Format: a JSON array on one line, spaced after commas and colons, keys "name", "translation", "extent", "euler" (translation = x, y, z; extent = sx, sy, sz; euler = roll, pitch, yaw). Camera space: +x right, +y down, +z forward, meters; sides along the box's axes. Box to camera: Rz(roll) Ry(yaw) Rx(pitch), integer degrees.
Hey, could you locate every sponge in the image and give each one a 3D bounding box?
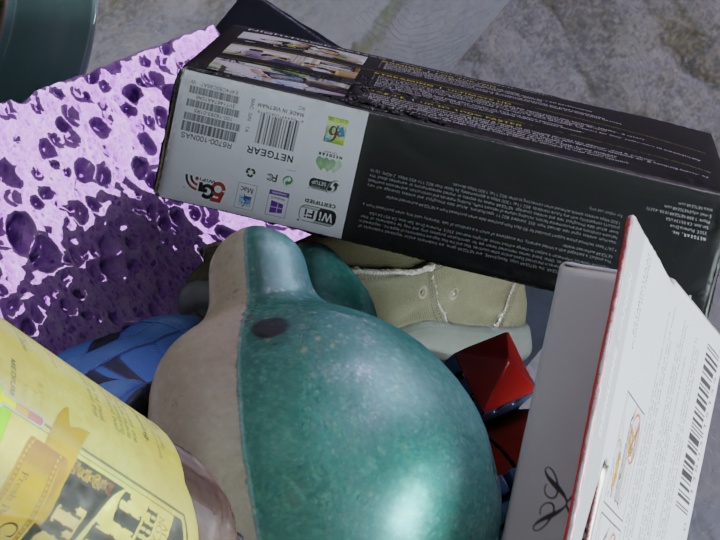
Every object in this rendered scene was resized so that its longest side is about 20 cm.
[{"name": "sponge", "translation": [-0.096, -0.026, 1.095], "extent": [0.200, 0.030, 0.112], "euler": [-26, 75, -45]}]

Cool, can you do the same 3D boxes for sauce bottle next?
[{"name": "sauce bottle", "translation": [-0.075, 0.063, 0.726], "extent": [0.065, 0.065, 0.200], "euler": [41, 2, 44]}]

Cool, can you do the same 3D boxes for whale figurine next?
[{"name": "whale figurine", "translation": [-0.003, 0.056, 0.911], "extent": [0.200, 0.103, 0.160], "euler": [-72, 150, -68]}]

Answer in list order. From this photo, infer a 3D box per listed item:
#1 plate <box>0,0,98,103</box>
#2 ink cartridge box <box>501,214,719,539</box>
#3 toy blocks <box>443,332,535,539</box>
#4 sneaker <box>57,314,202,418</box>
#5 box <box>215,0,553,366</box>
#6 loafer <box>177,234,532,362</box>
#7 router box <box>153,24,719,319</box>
[{"name": "plate", "translation": [-0.188, -0.115, 1.191], "extent": [0.026, 0.201, 0.200], "euler": [8, 26, -48]}, {"name": "ink cartridge box", "translation": [0.063, 0.096, 0.862], "extent": [0.045, 0.201, 0.176], "euler": [9, -12, 19]}, {"name": "toy blocks", "translation": [0.057, 0.107, 1.015], "extent": [0.201, 0.100, 0.137], "euler": [63, -28, 11]}, {"name": "sneaker", "translation": [-0.088, 0.062, 0.940], "extent": [0.200, 0.078, 0.066], "euler": [-55, 138, -76]}, {"name": "box", "translation": [-0.029, 0.009, 1.328], "extent": [0.200, 0.197, 0.117], "euler": [40, 0, -37]}, {"name": "loafer", "translation": [0.000, 0.000, 1.097], "extent": [0.075, 0.070, 0.200], "euler": [4, -1, 33]}, {"name": "router box", "translation": [0.034, -0.040, 1.018], "extent": [0.199, 0.051, 0.149], "euler": [13, 12, 2]}]
